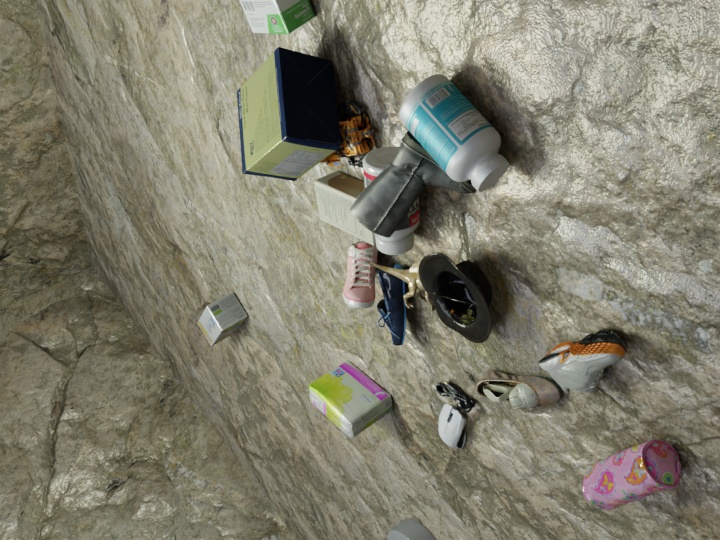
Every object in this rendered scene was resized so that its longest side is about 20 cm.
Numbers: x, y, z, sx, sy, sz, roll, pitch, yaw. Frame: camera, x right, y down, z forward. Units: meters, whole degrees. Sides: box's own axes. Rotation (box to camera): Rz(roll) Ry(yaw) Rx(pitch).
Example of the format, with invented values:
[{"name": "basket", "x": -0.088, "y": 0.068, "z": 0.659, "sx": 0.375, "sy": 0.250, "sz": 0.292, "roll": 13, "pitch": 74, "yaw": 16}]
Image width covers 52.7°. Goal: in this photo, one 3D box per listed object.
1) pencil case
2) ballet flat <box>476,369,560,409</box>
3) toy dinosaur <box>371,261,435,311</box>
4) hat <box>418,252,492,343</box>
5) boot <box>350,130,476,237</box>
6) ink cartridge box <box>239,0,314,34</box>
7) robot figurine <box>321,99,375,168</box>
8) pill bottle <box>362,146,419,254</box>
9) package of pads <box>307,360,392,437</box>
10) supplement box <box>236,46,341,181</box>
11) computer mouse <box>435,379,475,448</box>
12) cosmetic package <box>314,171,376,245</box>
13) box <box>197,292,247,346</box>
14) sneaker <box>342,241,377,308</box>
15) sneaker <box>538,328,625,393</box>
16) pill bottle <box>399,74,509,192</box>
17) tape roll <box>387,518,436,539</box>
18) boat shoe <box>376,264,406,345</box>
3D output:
[{"name": "pencil case", "x": 0.476, "y": 0.363, "z": 1.281, "sx": 0.088, "sy": 0.087, "sz": 0.201, "roll": 52, "pitch": 149, "yaw": 15}, {"name": "ballet flat", "x": 0.308, "y": 0.245, "z": 1.450, "sx": 0.199, "sy": 0.067, "sz": 0.069, "roll": -3, "pitch": 113, "yaw": 57}, {"name": "toy dinosaur", "x": 0.122, "y": 0.027, "z": 1.569, "sx": 0.198, "sy": 0.058, "sz": 0.102, "roll": 13, "pitch": 121, "yaw": 31}, {"name": "hat", "x": 0.208, "y": 0.038, "z": 1.428, "sx": 0.200, "sy": 0.081, "sz": 0.202, "roll": 43, "pitch": 153, "yaw": 28}, {"name": "boot", "x": 0.098, "y": -0.136, "z": 1.355, "sx": 0.181, "sy": 0.073, "sz": 0.201, "roll": 35, "pitch": 116, "yaw": 2}, {"name": "ink cartridge box", "x": -0.195, "y": -0.597, "z": 1.486, "sx": 0.145, "sy": 0.084, "sz": 0.202, "roll": 24, "pitch": 145, "yaw": 46}, {"name": "robot figurine", "x": -0.042, "y": -0.285, "z": 1.563, "sx": 0.199, "sy": 0.058, "sz": 0.147, "roll": 6, "pitch": 117, "yaw": 55}, {"name": "pill bottle", "x": 0.065, "y": -0.138, "z": 1.469, "sx": 0.110, "sy": 0.110, "sz": 0.202, "roll": 30, "pitch": 138, "yaw": 41}, {"name": "package of pads", "x": -0.032, "y": 0.345, "z": 1.958, "sx": 0.199, "sy": 0.154, "sz": 0.069, "roll": 32, "pitch": 139, "yaw": 40}, {"name": "supplement box", "x": -0.157, "y": -0.324, "z": 1.542, "sx": 0.199, "sy": 0.133, "sz": 0.203, "roll": -25, "pitch": 66, "yaw": 51}, {"name": "computer mouse", "x": 0.214, "y": 0.353, "z": 1.700, "sx": 0.109, "sy": 0.044, "sz": 0.202, "roll": 33, "pitch": 139, "yaw": 38}, {"name": "cosmetic package", "x": -0.012, "y": -0.142, "z": 1.622, "sx": 0.199, "sy": 0.071, "sz": 0.106, "roll": 29, "pitch": 136, "yaw": 43}, {"name": "box", "x": -0.487, "y": 0.173, "z": 2.550, "sx": 0.102, "sy": 0.112, "sz": 0.200, "roll": 56, "pitch": 149, "yaw": 6}, {"name": "sneaker", "x": 0.000, "y": 0.000, "z": 1.640, "sx": 0.201, "sy": 0.074, "sz": 0.106, "roll": -83, "pitch": -5, "yaw": -63}, {"name": "sneaker", "x": 0.399, "y": 0.165, "z": 1.257, "sx": 0.092, "sy": 0.075, "sz": 0.200, "roll": 53, "pitch": 157, "yaw": 0}, {"name": "pill bottle", "x": 0.165, "y": -0.231, "z": 1.245, "sx": 0.201, "sy": 0.110, "sz": 0.111, "roll": 52, "pitch": 148, "yaw": 17}, {"name": "tape roll", "x": 0.168, "y": 0.834, "z": 2.133, "sx": 0.200, "sy": 0.066, "sz": 0.202, "roll": 36, "pitch": 141, "yaw": 35}, {"name": "boat shoe", "x": 0.068, "y": 0.078, "z": 1.664, "sx": 0.084, "sy": 0.068, "sz": 0.203, "roll": -97, "pitch": 2, "yaw": -70}]
